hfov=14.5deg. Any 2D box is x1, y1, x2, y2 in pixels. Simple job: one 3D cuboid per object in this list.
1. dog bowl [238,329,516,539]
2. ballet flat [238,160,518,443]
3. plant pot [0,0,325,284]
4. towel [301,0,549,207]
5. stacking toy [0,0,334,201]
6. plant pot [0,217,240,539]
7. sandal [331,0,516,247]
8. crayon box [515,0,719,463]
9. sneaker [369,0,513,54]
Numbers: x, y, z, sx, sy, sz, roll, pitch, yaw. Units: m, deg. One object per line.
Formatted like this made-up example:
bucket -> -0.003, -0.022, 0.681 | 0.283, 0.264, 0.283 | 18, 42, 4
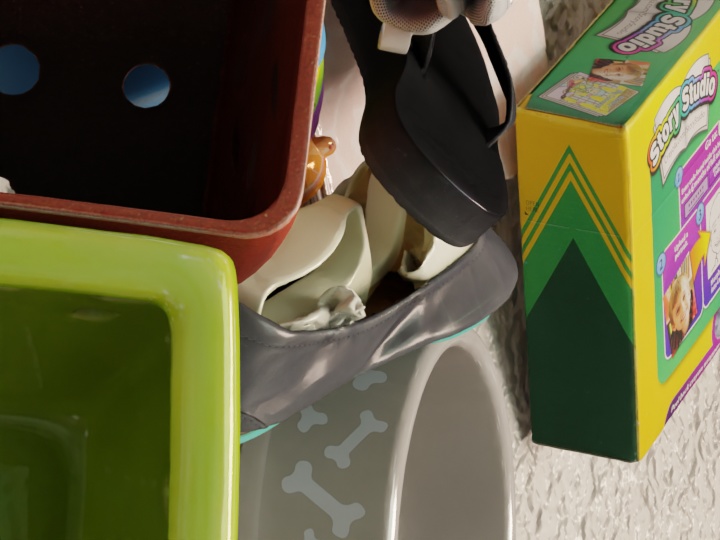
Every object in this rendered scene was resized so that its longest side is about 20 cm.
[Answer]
dog bowl -> 0.011, 0.106, 1.079 | 0.200, 0.059, 0.200 | 1, 90, -71
ballet flat -> 0.000, 0.000, 1.006 | 0.200, 0.073, 0.073 | -28, 112, -50
plant pot -> -0.105, -0.088, 0.789 | 0.176, 0.199, 0.200 | 96, 1, -73
towel -> 0.014, -0.113, 1.164 | 0.200, 0.032, 0.191 | -32, 116, -54
stacking toy -> -0.051, -0.068, 0.994 | 0.200, 0.116, 0.110 | 48, 24, -65
plant pot -> -0.132, 0.089, 0.738 | 0.181, 0.199, 0.200 | 121, -27, -86
sandal -> 0.033, -0.072, 1.036 | 0.076, 0.043, 0.200 | 39, 19, -24
crayon box -> 0.137, -0.039, 1.299 | 0.200, 0.058, 0.173 | -48, 140, -49
sneaker -> 0.051, -0.152, 0.931 | 0.115, 0.075, 0.200 | -61, 179, -30
